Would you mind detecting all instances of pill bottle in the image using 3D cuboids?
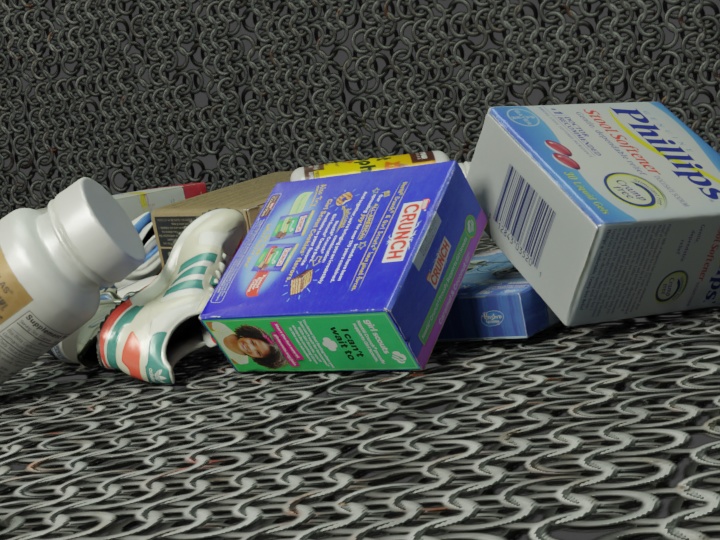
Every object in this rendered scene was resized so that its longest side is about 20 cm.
[{"bbox_3d":[0.033,-0.060,1.431,0.198,0.111,0.109,-7,6,-3],"label":"pill bottle"},{"bbox_3d":[-0.292,0.013,1.244,0.199,0.115,0.114,-35,2,9],"label":"pill bottle"}]

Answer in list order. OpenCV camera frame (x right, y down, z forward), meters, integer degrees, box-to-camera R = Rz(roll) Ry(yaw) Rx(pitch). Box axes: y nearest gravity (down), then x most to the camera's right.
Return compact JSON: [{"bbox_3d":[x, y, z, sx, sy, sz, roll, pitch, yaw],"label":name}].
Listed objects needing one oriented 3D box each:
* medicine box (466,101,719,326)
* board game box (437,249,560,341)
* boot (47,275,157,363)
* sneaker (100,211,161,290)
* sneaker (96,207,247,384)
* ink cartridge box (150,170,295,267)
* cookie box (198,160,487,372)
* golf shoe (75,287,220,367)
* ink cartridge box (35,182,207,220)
[{"bbox_3d":[0.219,-0.055,1.228,0.198,0.104,0.182,-6,39,-29],"label":"medicine box"},{"bbox_3d":[0.124,0.018,1.312,0.199,0.044,0.198,-5,11,41],"label":"board game box"},{"bbox_3d":[-0.257,0.042,1.506,0.199,0.074,0.090,-15,18,-42],"label":"boot"},{"bbox_3d":[-0.231,-0.018,1.700,0.199,0.081,0.147,-27,-19,-42],"label":"sneaker"},{"bbox_3d":[-0.145,0.028,1.291,0.093,0.071,0.200,21,53,27],"label":"sneaker"},{"bbox_3d":[-0.100,-0.055,1.559,0.164,0.076,0.199,3,17,45],"label":"ink cartridge box"},{"bbox_3d":[-0.013,0.000,1.216,0.198,0.075,0.172,-4,45,37],"label":"cookie box"},{"bbox_3d":[-0.177,0.063,1.361,0.198,0.079,0.098,-8,28,15],"label":"golf shoe"},{"bbox_3d":[-0.313,-0.029,1.918,0.144,0.147,0.199,-3,7,40],"label":"ink cartridge box"}]
